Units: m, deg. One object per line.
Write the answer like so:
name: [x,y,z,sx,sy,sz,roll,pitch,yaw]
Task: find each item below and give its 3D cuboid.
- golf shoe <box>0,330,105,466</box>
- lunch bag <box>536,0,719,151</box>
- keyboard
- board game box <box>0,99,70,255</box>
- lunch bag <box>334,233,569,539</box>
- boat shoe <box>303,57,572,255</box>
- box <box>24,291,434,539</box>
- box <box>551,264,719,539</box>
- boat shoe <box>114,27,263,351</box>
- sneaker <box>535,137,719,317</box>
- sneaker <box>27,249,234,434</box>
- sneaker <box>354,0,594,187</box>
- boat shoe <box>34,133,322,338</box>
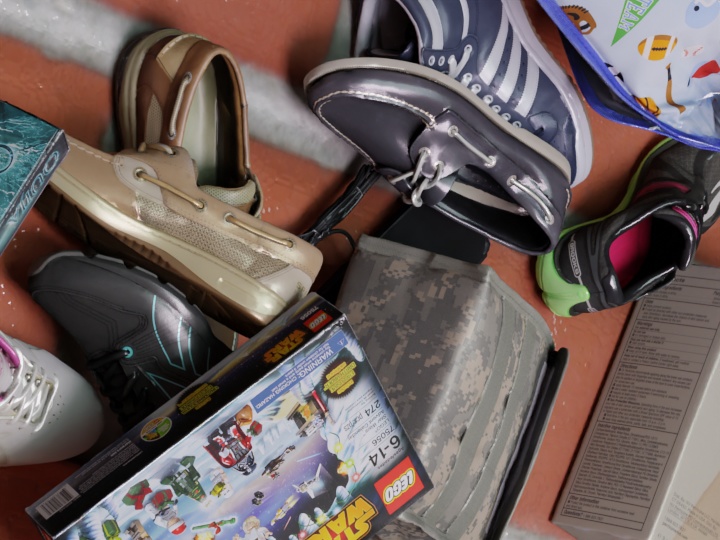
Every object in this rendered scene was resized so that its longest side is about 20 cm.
golf shoe: [-0.205,0.063,1.486,0.200,0.091,0.075,24,78,-42]
lunch bag: [0.171,-0.182,1.733,0.124,0.170,0.200,-34,124,14]
keyboard: [0.000,0.000,1.711,0.200,0.021,0.127,-45,128,-30]
board game box: [-0.257,-0.016,1.411,0.200,0.135,0.028,-59,166,-20]
lunch bag: [0.051,0.096,1.694,0.200,0.117,0.164,42,67,-58]
boat shoe: [0.050,-0.068,1.683,0.200,0.073,0.063,25,52,-31]
box: [-0.068,0.124,1.507,0.200,0.040,0.137,-38,127,-14]
box: [0.217,0.100,1.866,0.078,0.095,0.200,35,73,-39]
boat shoe: [-0.095,-0.038,1.584,0.076,0.074,0.201,-15,104,-40]
sneaker: [0.205,-0.027,1.847,0.200,0.084,0.077,-41,120,-31]
sneaker: [-0.108,0.063,1.540,0.200,0.075,0.079,37,65,-16]
sneaker: [0.067,-0.117,1.723,0.108,0.070,0.200,-42,114,-35]
boat shoe: [-0.116,-0.037,1.527,0.200,0.071,0.065,33,75,-6]
